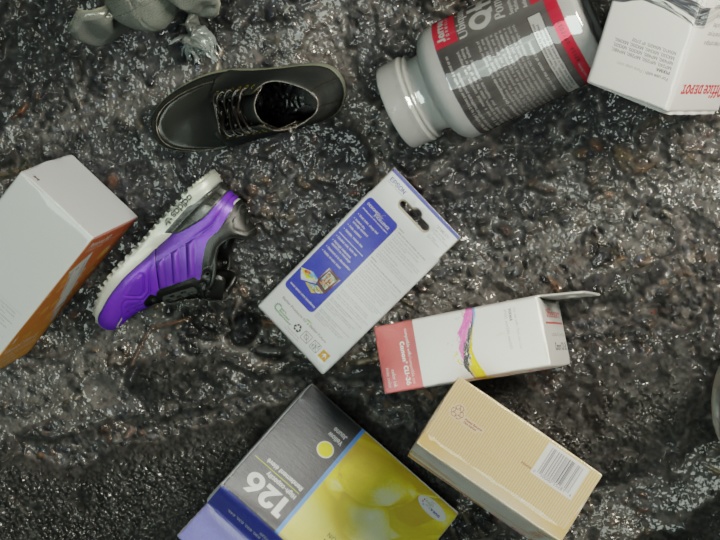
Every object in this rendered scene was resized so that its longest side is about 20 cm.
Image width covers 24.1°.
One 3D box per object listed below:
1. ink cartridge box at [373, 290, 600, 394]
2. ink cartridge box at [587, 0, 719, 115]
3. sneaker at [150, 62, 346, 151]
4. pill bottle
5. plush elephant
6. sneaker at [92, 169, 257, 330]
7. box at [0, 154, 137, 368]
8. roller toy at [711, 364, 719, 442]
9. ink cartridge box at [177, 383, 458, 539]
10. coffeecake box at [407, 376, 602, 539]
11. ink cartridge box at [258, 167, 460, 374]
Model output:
[{"bbox_3d":[0.125,0.066,1.572,0.199,0.116,0.068,-11,86,16],"label":"ink cartridge box"},{"bbox_3d":[0.283,-0.243,1.454,0.084,0.144,0.201,23,106,26],"label":"ink cartridge box"},{"bbox_3d":[-0.120,-0.155,1.596,0.199,0.106,0.075,-13,98,15],"label":"sneaker"},{"bbox_3d":[0.119,-0.189,1.529,0.199,0.111,0.111,-24,95,16],"label":"pill bottle"},{"bbox_3d":[-0.196,-0.281,1.562,0.164,0.155,0.201,-16,96,16],"label":"plush elephant"},{"bbox_3d":[-0.178,0.004,1.662,0.099,0.070,0.200,43,108,0],"label":"sneaker"},{"bbox_3d":[-0.333,-0.003,1.669,0.097,0.124,0.200,42,108,2],"label":"box"},{"bbox_3d":[0.412,0.128,1.508,0.182,0.140,0.201,28,104,-4],"label":"roller toy"},{"bbox_3d":[-0.039,0.244,1.626,0.197,0.200,0.047,41,150,2],"label":"ink cartridge box"},{"bbox_3d":[0.127,0.179,1.550,0.153,0.200,0.073,34,82,5],"label":"coffeecake box"},{"bbox_3d":[0.000,0.000,1.636,0.095,0.037,0.200,46,110,2],"label":"ink cartridge box"}]
